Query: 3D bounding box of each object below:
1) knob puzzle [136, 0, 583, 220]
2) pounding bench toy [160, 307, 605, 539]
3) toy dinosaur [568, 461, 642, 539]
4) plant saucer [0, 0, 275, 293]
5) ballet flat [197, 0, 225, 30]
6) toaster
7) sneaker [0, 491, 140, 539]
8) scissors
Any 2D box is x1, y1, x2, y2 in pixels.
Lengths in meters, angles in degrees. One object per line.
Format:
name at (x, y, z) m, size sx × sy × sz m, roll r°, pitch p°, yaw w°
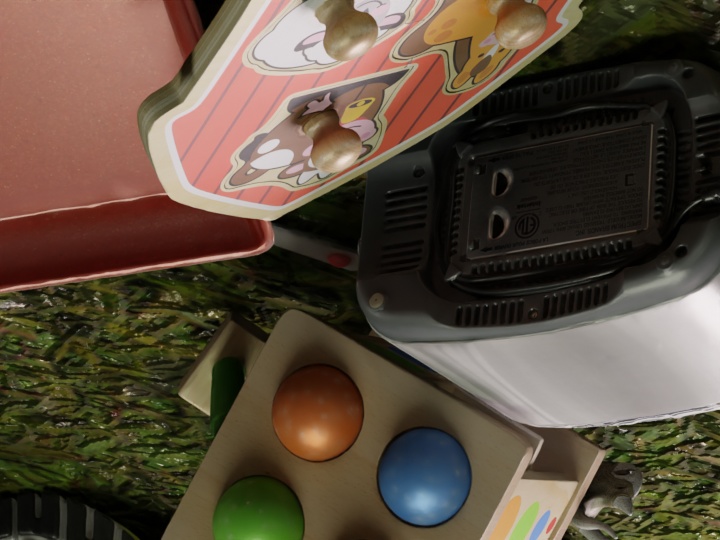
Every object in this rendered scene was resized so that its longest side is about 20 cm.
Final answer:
knob puzzle at (0.008, -0.067, 0.980) m, size 0.219 × 0.031 × 0.220 m, roll -27°, pitch 162°, yaw -9°
pounding bench toy at (-0.020, 0.084, 1.202) m, size 0.199 × 0.125 × 0.156 m, roll 30°, pitch -175°, yaw 19°
toy dinosaur at (0.058, 0.114, 1.329) m, size 0.077 × 0.103 × 0.200 m, roll 20°, pitch 147°, yaw -21°
plant saucer at (-0.151, -0.076, 1.047) m, size 0.199 × 0.037 × 0.200 m, roll -9°, pitch 131°, yaw 10°
ballet flat at (-0.020, -0.097, 1.012) m, size 0.070 × 0.071 × 0.200 m, roll 15°, pitch 150°, yaw -15°
toaster at (0.105, -0.007, 1.099) m, size 0.199 × 0.114 × 0.129 m, roll -11°, pitch 150°, yaw 28°
sneaker at (-0.194, 0.175, 1.533) m, size 0.199 × 0.079 × 0.090 m, roll -2°, pitch 158°, yaw 26°
scissors at (0.000, 0.000, 1.230) m, size 0.199 × 0.014 × 0.073 m, roll 9°, pitch 152°, yaw -6°
